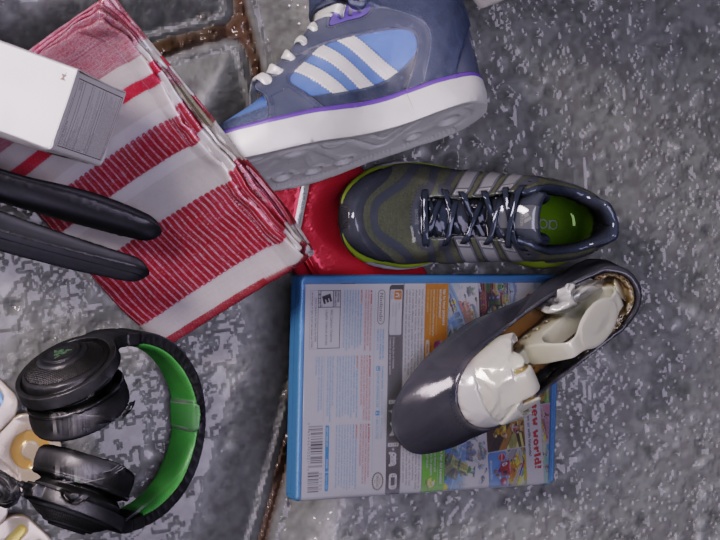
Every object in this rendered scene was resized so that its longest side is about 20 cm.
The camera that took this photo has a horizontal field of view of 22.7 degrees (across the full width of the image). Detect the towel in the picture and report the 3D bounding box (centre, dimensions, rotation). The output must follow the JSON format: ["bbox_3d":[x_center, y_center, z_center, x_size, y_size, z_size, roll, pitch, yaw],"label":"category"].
[{"bbox_3d":[-0.138,-0.053,1.084,0.144,0.023,0.200,-30,109,32],"label":"towel"}]

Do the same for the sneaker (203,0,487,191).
[{"bbox_3d":[-0.027,-0.141,1.132,0.198,0.081,0.148,-16,74,-12],"label":"sneaker"}]

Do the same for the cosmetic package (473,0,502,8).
[{"bbox_3d":[0.134,-0.272,1.141,0.085,0.107,0.200,47,69,-17],"label":"cosmetic package"}]

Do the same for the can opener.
[{"bbox_3d":[-0.217,-0.039,1.063,0.199,0.079,0.064,24,83,-6],"label":"can opener"}]

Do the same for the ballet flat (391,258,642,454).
[{"bbox_3d":[0.108,0.054,1.169,0.199,0.073,0.073,-33,104,-22],"label":"ballet flat"}]

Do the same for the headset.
[{"bbox_3d":[-0.162,0.104,1.070,0.199,0.093,0.125,-10,102,-47],"label":"headset"}]

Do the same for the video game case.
[{"bbox_3d":[0.044,0.075,1.185,0.198,0.018,0.145,0,93,-28],"label":"video game case"}]

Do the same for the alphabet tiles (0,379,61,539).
[{"bbox_3d":[-0.287,0.141,1.099,0.196,0.015,0.200,-46,106,-10],"label":"alphabet tiles"}]

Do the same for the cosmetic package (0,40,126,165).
[{"bbox_3d":[-0.240,-0.115,1.010,0.198,0.083,0.051,20,89,13],"label":"cosmetic package"}]

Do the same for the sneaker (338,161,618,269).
[{"bbox_3d":[0.080,-0.038,1.167,0.198,0.081,0.075,-2,89,-25],"label":"sneaker"}]

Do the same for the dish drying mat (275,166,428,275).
[{"bbox_3d":[0.000,0.000,1.183,0.077,0.018,0.201,-36,104,-15],"label":"dish drying mat"}]
